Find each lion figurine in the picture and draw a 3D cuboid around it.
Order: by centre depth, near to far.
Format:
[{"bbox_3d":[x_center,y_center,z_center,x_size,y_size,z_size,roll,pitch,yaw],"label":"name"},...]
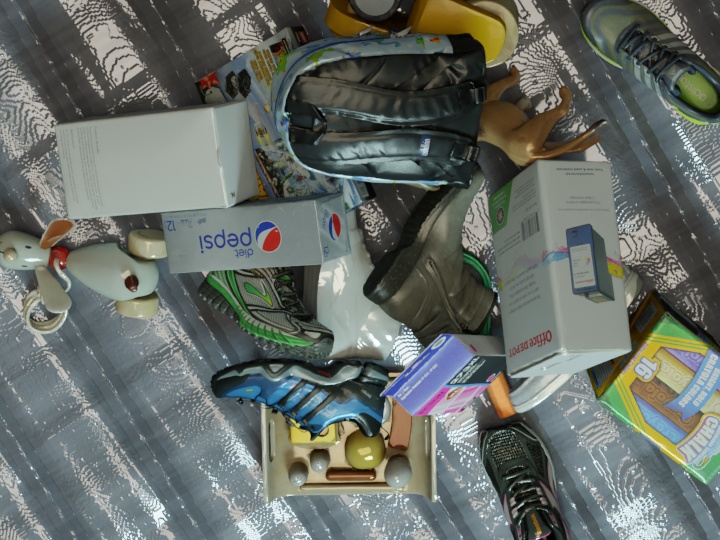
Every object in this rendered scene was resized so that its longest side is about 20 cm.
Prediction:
[{"bbox_3d":[0.156,-0.149,1.677,0.122,0.199,0.073,-35,122,-21],"label":"lion figurine"}]

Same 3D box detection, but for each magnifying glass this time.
[{"bbox_3d":[0.129,0.071,1.790,0.079,0.022,0.202,-22,98,6],"label":"magnifying glass"}]

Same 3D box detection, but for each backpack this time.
[{"bbox_3d":[0.009,-0.163,1.589,0.198,0.154,0.165,-11,122,-22],"label":"backpack"}]

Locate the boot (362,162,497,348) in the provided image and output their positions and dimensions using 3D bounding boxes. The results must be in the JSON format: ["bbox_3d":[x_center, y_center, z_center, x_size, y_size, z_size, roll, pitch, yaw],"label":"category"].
[{"bbox_3d":[0.102,-0.007,1.739,0.130,0.068,0.201,40,77,-16],"label":"boot"}]

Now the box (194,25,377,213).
[{"bbox_3d":[-0.081,-0.140,1.701,0.136,0.040,0.202,-24,88,30],"label":"box"}]

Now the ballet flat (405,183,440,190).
[{"bbox_3d":[0.005,-0.149,1.737,0.200,0.068,0.062,43,126,-2],"label":"ballet flat"}]

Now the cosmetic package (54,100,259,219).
[{"bbox_3d":[-0.217,-0.118,1.699,0.198,0.085,0.109,-2,100,22],"label":"cosmetic package"}]

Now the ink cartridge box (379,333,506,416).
[{"bbox_3d":[0.097,0.110,1.691,0.095,0.200,0.037,-46,69,14],"label":"ink cartridge box"}]

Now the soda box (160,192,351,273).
[{"bbox_3d":[-0.111,-0.039,1.679,0.198,0.063,0.069,-4,98,30],"label":"soda box"}]

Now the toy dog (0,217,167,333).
[{"bbox_3d":[-0.304,0.002,1.752,0.197,0.096,0.134,-11,101,4],"label":"toy dog"}]

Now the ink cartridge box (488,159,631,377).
[{"bbox_3d":[0.204,0.001,1.659,0.086,0.145,0.203,1,76,-18],"label":"ink cartridge box"}]

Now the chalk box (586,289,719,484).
[{"bbox_3d":[0.364,0.138,1.739,0.199,0.125,0.124,38,100,-4],"label":"chalk box"}]

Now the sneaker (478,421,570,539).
[{"bbox_3d":[0.195,0.266,1.791,0.080,0.086,0.202,-25,99,5],"label":"sneaker"}]

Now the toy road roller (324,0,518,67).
[{"bbox_3d":[0.059,-0.243,1.680,0.198,0.123,0.147,19,113,-1],"label":"toy road roller"}]

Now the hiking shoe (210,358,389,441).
[{"bbox_3d":[-0.067,0.142,1.739,0.197,0.074,0.088,0,82,4],"label":"hiking shoe"}]

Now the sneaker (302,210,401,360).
[{"bbox_3d":[0.000,0.000,1.762,0.114,0.074,0.203,6,90,-20],"label":"sneaker"}]

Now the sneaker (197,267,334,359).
[{"bbox_3d":[-0.097,0.031,1.717,0.199,0.078,0.086,34,95,39],"label":"sneaker"}]

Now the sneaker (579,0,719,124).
[{"bbox_3d":[0.320,-0.224,1.689,0.199,0.081,0.074,33,101,-4],"label":"sneaker"}]

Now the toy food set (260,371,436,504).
[{"bbox_3d":[-0.013,0.193,1.798,0.197,0.060,0.145,-1,102,2],"label":"toy food set"}]

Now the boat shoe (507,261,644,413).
[{"bbox_3d":[0.228,0.069,1.760,0.065,0.074,0.202,40,96,0],"label":"boat shoe"}]
